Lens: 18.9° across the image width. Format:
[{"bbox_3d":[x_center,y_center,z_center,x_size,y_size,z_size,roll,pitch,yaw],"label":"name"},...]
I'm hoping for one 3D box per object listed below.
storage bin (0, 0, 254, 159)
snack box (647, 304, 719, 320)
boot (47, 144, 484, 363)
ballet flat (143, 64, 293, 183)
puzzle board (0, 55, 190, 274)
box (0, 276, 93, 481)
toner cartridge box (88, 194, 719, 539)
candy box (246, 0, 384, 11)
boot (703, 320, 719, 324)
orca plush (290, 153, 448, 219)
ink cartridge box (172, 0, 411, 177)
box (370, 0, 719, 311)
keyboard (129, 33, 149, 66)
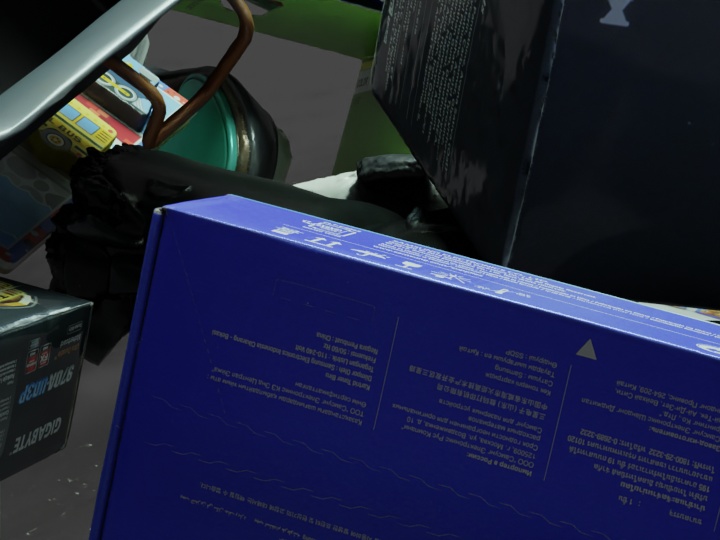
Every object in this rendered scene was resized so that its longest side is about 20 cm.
[{"bbox_3d":[-0.112,-0.085,0.651,0.145,0.134,0.200,43,53,0],"label":"storage bin"},{"bbox_3d":[0.091,0.012,0.916,0.198,0.025,0.072,15,9,16],"label":"snack box"},{"bbox_3d":[0.000,0.001,0.730,0.161,0.074,0.198,13,12,20],"label":"boot"},{"bbox_3d":[-0.072,-0.059,0.995,0.072,0.074,0.200,6,9,-30],"label":"ballet flat"},{"bbox_3d":[-0.166,-0.089,0.758,0.199,0.017,0.151,35,30,3],"label":"puzzle board"},{"bbox_3d":[-0.174,0.021,0.516,0.158,0.046,0.200,15,11,13],"label":"box"},{"bbox_3d":[0.044,0.054,0.462,0.198,0.096,0.043,16,11,16],"label":"toner cartridge box"},{"bbox_3d":[0.035,-0.139,0.957,0.168,0.078,0.199,20,-6,-41],"label":"candy box"},{"bbox_3d":[0.147,0.049,0.662,0.197,0.074,0.163,17,12,-13],"label":"boot"},{"bbox_3d":[0.053,0.003,0.840,0.198,0.072,0.105,1,-15,-3],"label":"orca plush"},{"bbox_3d":[0.009,-0.066,0.967,0.198,0.076,0.148,15,-3,-14],"label":"ink cartridge box"},{"bbox_3d":[0.097,-0.069,0.679,0.147,0.105,0.200,7,20,-12],"label":"box"},{"bbox_3d":[-0.105,-0.086,0.922,0.011,0.057,0.200,13,-14,-12],"label":"keyboard"}]
